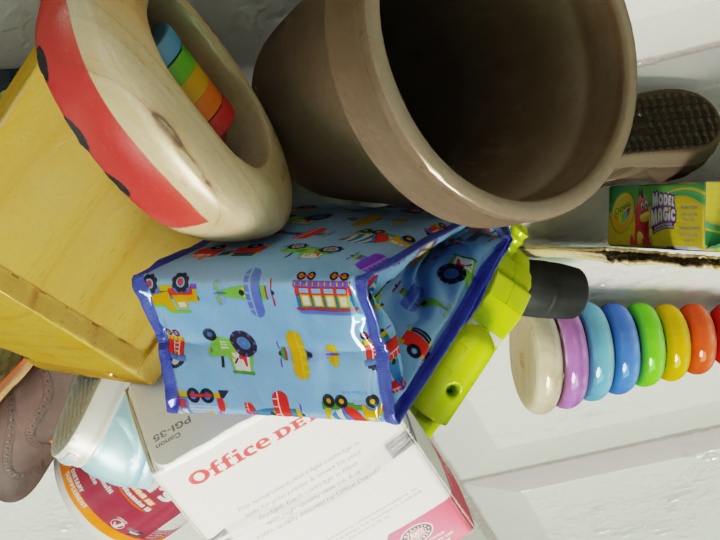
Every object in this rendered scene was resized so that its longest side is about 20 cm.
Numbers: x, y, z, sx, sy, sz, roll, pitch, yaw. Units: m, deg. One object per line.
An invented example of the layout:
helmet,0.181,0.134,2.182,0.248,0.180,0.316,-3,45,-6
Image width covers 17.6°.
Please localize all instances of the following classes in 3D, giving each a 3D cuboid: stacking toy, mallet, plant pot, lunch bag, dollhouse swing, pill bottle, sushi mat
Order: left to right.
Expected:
dollhouse swing,-0.188,-0.055,1.402,0.200,0.176,0.182,34,161,-37
pill bottle,-0.117,0.107,1.612,0.109,0.110,0.200,17,140,-36
lunch bag,-0.012,0.000,1.351,0.150,0.200,0.094,1,117,28
plant pot,0.032,-0.112,1.334,0.200,0.201,0.174,15,161,-33
mallet,0.098,0.039,1.724,0.066,0.041,0.200,3,159,-23
sushi mat,0.177,-0.009,1.587,0.095,0.012,0.200,4,180,-12
stacking toy,0.218,0.059,1.757,0.200,0.086,0.085,-4,151,-12

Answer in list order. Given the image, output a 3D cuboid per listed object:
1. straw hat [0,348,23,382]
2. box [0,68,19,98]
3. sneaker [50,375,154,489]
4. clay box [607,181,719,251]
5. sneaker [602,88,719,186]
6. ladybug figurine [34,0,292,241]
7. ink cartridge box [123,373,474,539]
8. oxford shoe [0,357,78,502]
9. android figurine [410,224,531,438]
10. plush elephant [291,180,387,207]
straw hat,-0.314,0.062,1.559,0.201,0.085,0.201,-1,124,-1
box,-0.231,-0.065,1.470,0.200,0.051,0.158,-4,150,-6
sneaker,-0.122,0.048,1.499,0.082,0.200,0.074,31,171,-21
clay box,0.251,-0.035,1.533,0.115,0.048,0.200,1,180,-15
sneaker,0.133,-0.078,1.506,0.200,0.071,0.076,3,153,-14
ladybug figurine,-0.115,-0.093,1.284,0.072,0.136,0.200,-28,113,20
ink cartridge box,-0.036,0.119,1.459,0.146,0.083,0.200,-29,134,3
oxford shoe,-0.207,0.096,1.581,0.071,0.073,0.200,-18,144,-46
android figurine,0.050,0.045,1.609,0.041,0.182,0.200,33,97,-21
plush elephant,0.000,0.000,1.524,0.165,0.155,0.200,-29,144,34
